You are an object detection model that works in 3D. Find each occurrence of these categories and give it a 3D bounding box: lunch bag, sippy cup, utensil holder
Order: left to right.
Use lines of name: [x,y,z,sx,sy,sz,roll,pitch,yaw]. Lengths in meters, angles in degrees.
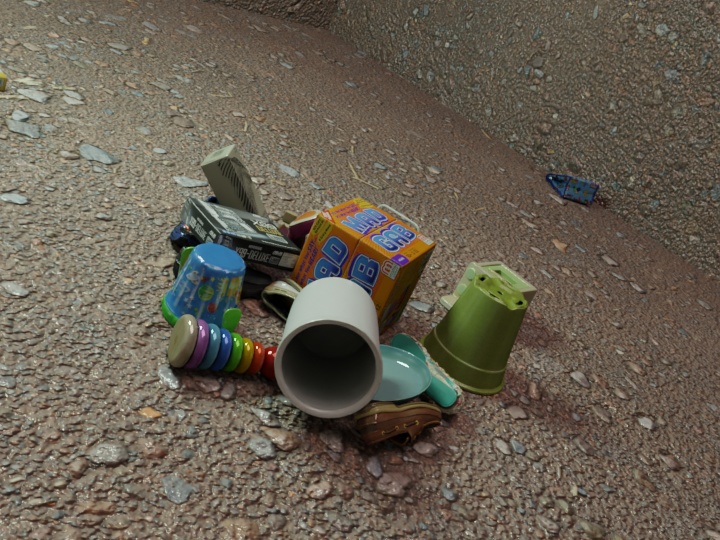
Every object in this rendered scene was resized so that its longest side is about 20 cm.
sippy cup: [-0.264,0.029,1.374,0.177,0.131,0.140,30,25,9]
utensil holder: [-0.049,0.120,1.301,0.169,0.171,0.200,22,18,-8]
lunch bag: [0.881,-0.362,3.314,0.149,0.095,0.200,13,18,-19]

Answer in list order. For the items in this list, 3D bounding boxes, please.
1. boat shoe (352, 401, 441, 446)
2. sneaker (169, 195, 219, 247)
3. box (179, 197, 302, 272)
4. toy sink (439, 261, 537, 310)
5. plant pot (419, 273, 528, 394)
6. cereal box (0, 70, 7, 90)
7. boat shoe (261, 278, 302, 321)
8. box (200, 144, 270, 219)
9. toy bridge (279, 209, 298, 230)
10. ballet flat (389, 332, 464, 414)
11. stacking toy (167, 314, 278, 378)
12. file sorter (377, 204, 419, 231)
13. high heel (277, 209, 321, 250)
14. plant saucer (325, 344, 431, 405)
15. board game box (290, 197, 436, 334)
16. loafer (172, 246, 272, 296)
boat shoe: [0.066,0.261,1.319,0.199,0.072,0.068,11,60,-46]
sneaker: [-0.337,-0.103,1.628,0.075,0.079,0.200,23,24,-4]
box: [-0.235,-0.070,1.546,0.199,0.050,0.158,13,22,-42]
toy sink: [0.309,0.056,1.887,0.199,0.113,0.130,-5,37,-48]
plant pot: [0.249,0.117,1.615,0.199,0.191,0.200,21,25,-10]
cereal box: [-0.950,-0.497,1.876,0.143,0.040,0.200,-2,36,-46]
boat shoe: [-0.106,0.087,1.489,0.199,0.075,0.068,31,30,30]
box: [-0.262,-0.159,1.681,0.068,0.201,0.082,-19,25,13]
toy bridge: [-0.160,-0.086,1.827,0.067,0.027,0.200,25,24,-7]
ballet flat: [0.126,0.202,1.498,0.200,0.076,0.064,50,3,35]
stacking toy: [-0.209,0.138,1.290,0.199,0.086,0.086,20,24,-29]
file sorter: [0.030,-0.065,1.848,0.138,0.125,0.200,33,26,18]
high heel: [-0.118,-0.061,1.627,0.067,0.199,0.096,-39,102,-40]
plant saucer: [0.027,0.188,1.402,0.198,0.028,0.200,6,22,-2]
board game box: [0.000,0.000,1.597,0.199,0.201,0.200,32,25,14]
loafer: [-0.257,0.001,1.507,0.199,0.071,0.068,13,26,-27]
